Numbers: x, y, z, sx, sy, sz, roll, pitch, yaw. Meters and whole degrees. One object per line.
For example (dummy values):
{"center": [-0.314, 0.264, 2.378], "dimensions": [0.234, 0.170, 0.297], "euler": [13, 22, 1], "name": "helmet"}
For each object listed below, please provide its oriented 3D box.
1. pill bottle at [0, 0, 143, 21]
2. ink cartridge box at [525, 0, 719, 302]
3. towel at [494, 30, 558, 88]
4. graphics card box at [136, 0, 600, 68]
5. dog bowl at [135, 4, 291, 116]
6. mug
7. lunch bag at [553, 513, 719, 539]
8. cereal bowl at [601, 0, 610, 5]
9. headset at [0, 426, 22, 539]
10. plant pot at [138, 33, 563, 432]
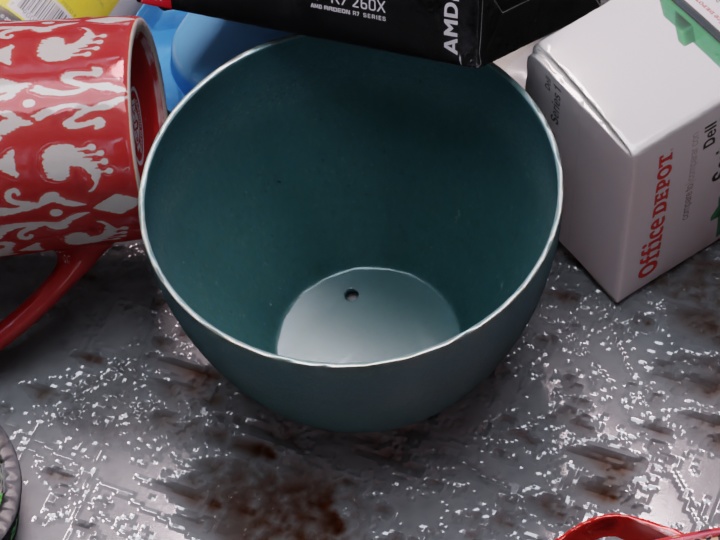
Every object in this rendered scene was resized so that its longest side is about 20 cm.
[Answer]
{"center": [-0.159, -0.168, 1.602], "dimensions": [0.112, 0.112, 0.200], "euler": [22, 59, 19], "name": "pill bottle"}
{"center": [0.184, -0.092, 1.497], "dimensions": [0.200, 0.146, 0.084], "euler": [-32, 63, -16], "name": "ink cartridge box"}
{"center": [0.025, -0.117, 1.606], "dimensions": [0.200, 0.031, 0.149], "euler": [35, 62, 28], "name": "towel"}
{"center": [0.005, -0.151, 1.468], "dimensions": [0.199, 0.051, 0.125], "euler": [15, 25, 31], "name": "graphics card box"}
{"center": [-0.043, -0.136, 1.579], "dimensions": [0.111, 0.050, 0.200], "euler": [19, 56, 20], "name": "dog bowl"}
{"center": [-0.197, -0.048, 1.488], "dimensions": [0.199, 0.178, 0.134], "euler": [-5, 44, 7], "name": "mug"}
{"center": [0.119, 0.190, 1.343], "dimensions": [0.199, 0.082, 0.177], "euler": [-10, 54, -1], "name": "lunch bag"}
{"center": [0.182, -0.188, 1.538], "dimensions": [0.199, 0.200, 0.083], "euler": [-27, 65, -14], "name": "cereal bowl"}
{"center": [-0.265, 0.116, 1.451], "dimensions": [0.199, 0.094, 0.124], "euler": [1, 49, -13], "name": "headset"}
{"center": [0.000, 0.000, 1.455], "dimensions": [0.199, 0.135, 0.201], "euler": [-2, 55, 3], "name": "plant pot"}
